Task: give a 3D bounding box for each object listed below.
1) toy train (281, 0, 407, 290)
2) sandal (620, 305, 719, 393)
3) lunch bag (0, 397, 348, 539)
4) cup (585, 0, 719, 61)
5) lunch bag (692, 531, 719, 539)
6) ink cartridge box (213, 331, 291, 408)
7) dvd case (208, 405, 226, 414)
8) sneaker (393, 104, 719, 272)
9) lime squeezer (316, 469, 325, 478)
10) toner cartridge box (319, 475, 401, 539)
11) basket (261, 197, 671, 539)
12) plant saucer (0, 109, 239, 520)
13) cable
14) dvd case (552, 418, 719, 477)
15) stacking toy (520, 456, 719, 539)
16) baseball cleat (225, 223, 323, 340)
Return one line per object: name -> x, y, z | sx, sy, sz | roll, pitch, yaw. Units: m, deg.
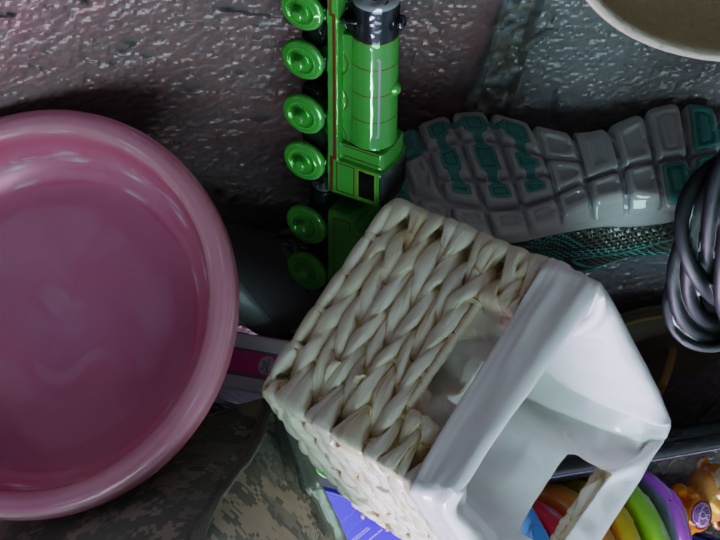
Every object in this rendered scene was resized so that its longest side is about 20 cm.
toy train -> -0.006, -0.063, 1.387 | 0.056, 0.042, 0.200 | 20, 135, 21
sandal -> 0.123, 0.066, 1.594 | 0.200, 0.054, 0.080 | -11, 156, -33
lunch bag -> -0.111, 0.160, 1.387 | 0.164, 0.200, 0.118 | -17, 106, 20
cup -> 0.169, -0.204, 1.192 | 0.200, 0.143, 0.200 | -6, 143, -5
lunch bag -> 0.141, 0.223, 1.779 | 0.200, 0.128, 0.170 | 0, 144, 4
ink cartridge box -> -0.092, 0.051, 1.514 | 0.200, 0.037, 0.095 | 7, 168, 23
dvd case -> -0.142, 0.127, 1.508 | 0.200, 0.016, 0.149 | 15, 104, -7
sneaker -> 0.097, -0.029, 1.475 | 0.200, 0.078, 0.091 | -1, 147, -9
lime squeezer -> -0.009, 0.089, 1.566 | 0.200, 0.071, 0.038 | -13, 112, -43
toner cartridge box -> -0.056, 0.173, 1.736 | 0.095, 0.043, 0.200 | 20, 134, -33
basket -> 0.054, 0.068, 1.417 | 0.136, 0.123, 0.200 | -55, 154, -11
plant saucer -> -0.151, 0.024, 1.395 | 0.200, 0.201, 0.051 | -16, 162, 10
cable -> 0.223, -0.039, 1.454 | 0.200, 0.051, 0.163 | -49, 155, -4
dvd case -> 0.158, 0.100, 1.621 | 0.143, 0.018, 0.200 | -10, 175, -1
stacking toy -> 0.148, 0.157, 1.669 | 0.200, 0.116, 0.110 | -20, -175, -33
baseball cleat -> 0.000, 0.000, 1.507 | 0.106, 0.070, 0.200 | -39, 145, 26
